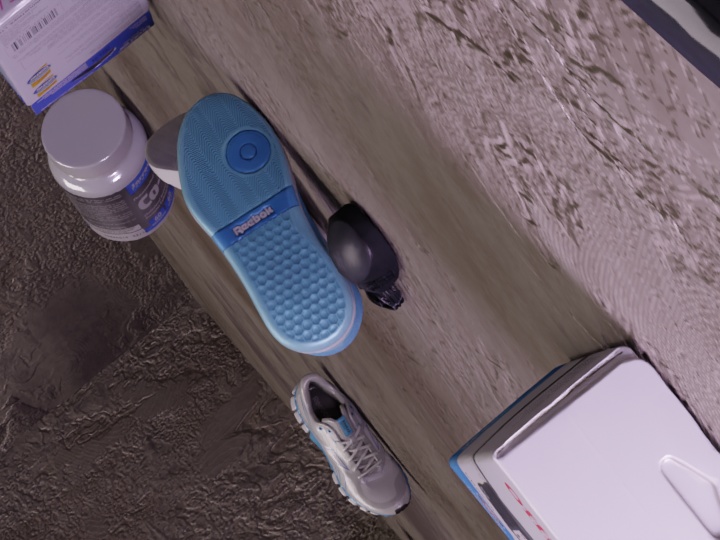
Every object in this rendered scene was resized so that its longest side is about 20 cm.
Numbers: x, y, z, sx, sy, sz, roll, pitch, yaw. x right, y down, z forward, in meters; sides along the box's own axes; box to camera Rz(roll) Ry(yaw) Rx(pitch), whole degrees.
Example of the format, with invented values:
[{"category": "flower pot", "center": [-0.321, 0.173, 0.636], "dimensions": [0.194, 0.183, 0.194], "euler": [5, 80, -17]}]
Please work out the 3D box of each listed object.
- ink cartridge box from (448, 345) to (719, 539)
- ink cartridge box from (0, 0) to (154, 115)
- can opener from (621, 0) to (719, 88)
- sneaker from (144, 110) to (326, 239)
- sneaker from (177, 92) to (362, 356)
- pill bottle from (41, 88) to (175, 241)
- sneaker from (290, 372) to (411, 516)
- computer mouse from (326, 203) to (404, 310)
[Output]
[{"category": "ink cartridge box", "center": [0.125, 0.120, 1.164], "dimensions": [0.145, 0.084, 0.200], "euler": [52, 174, 2]}, {"category": "ink cartridge box", "center": [-0.213, -0.184, 1.723], "dimensions": [0.042, 0.119, 0.200], "euler": [49, 174, 14]}, {"category": "can opener", "center": [0.051, -0.096, 0.512], "dimensions": [0.200, 0.063, 0.079], "euler": [52, 174, 0]}, {"category": "sneaker", "center": [-0.093, -0.051, 1.854], "dimensions": [0.116, 0.074, 0.200], "euler": [58, 170, -29]}, {"category": "sneaker", "center": [-0.063, -0.023, 1.707], "dimensions": [0.131, 0.080, 0.200], "euler": [57, -171, -77]}, {"category": "pill bottle", "center": [-0.280, -0.118, 2.683], "dimensions": [0.114, 0.114, 0.200], "euler": [49, 174, 21]}, {"category": "sneaker", "center": [-0.015, 0.201, 2.826], "dimensions": [0.200, 0.075, 0.087], "euler": [50, 168, 13]}, {"category": "computer mouse", "center": [0.000, 0.000, 1.644], "dimensions": [0.059, 0.034, 0.200], "euler": [49, 175, 12]}]
